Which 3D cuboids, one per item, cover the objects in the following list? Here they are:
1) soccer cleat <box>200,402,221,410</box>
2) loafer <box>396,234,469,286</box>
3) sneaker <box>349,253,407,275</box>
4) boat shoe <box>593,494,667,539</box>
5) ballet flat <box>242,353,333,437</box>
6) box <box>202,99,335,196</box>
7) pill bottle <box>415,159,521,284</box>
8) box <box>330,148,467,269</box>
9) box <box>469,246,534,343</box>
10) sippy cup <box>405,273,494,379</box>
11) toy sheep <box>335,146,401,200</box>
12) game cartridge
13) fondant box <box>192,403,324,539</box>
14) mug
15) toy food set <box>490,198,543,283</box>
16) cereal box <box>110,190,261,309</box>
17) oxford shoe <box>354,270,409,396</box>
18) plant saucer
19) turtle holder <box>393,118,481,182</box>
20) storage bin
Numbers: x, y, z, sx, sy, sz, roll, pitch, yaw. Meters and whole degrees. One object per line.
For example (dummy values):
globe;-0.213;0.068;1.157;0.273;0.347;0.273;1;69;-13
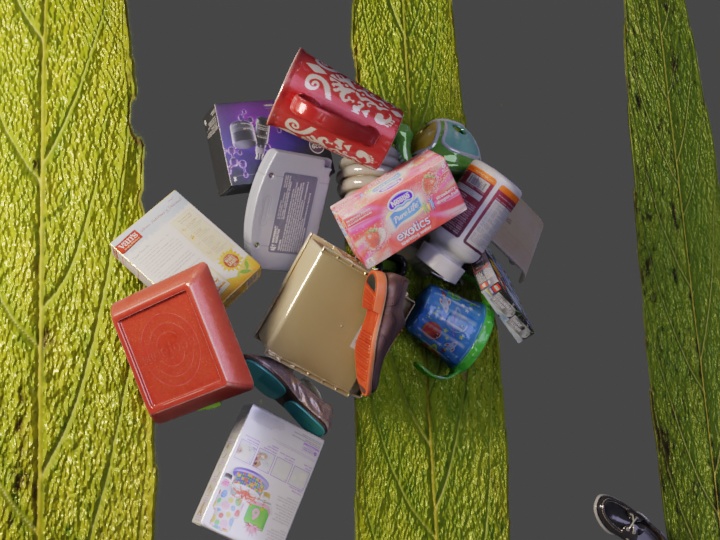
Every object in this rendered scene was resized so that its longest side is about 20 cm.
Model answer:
soccer cleat;-0.254;0.122;1.288;0.080;0.067;0.204;11;76;-43
loafer;0.122;-0.025;1.504;0.197;0.070;0.071;19;64;-24
sneaker;0.000;0.000;1.425;0.197;0.087;0.075;-6;83;-28
boat shoe;0.555;0.525;1.632;0.200;0.060;0.074;45;65;-13
ballet flat;-0.120;0.195;1.347;0.200;0.068;0.068;48;44;-17
box;-0.157;-0.216;1.391;0.197;0.079;0.144;-11;88;-29
pill bottle;0.189;-0.085;1.426;0.109;0.110;0.201;33;96;-18
box;0.063;-0.105;1.339;0.198;0.095;0.104;-30;112;-5
box;0.251;0.025;1.490;0.040;0.201;0.137;-33;118;13
sippy cup;0.157;0.097;1.473;0.129;0.140;0.179;31;40;-8
toy sheep;0.015;-0.167;1.439;0.136;0.137;0.204;6;78;-26
game cartridge;-0.127;-0.099;1.355;0.131;0.041;0.204;4;106;-37
fondant box;-0.162;0.337;1.293;0.143;0.058;0.203;31;67;-19
mug;-0.043;-0.242;1.307;0.197;0.134;0.179;26;45;-9
toy food set;0.278;-0.090;1.614;0.200;0.060;0.145;42;53;-16
cereal box;-0.275;-0.017;1.269;0.199;0.040;0.144;40;62;12
oxford shoe;0.038;0.104;1.285;0.071;0.071;0.204;5;102;-22
plant saucer;-0.278;0.116;1.203;0.203;0.197;0.037;68;24;-1
turtle holder;0.139;-0.212;1.517;0.182;0.141;0.134;5;77;-5
storage bin;-0.042;0.079;1.341;0.197;0.094;0.202;29;94;-20
